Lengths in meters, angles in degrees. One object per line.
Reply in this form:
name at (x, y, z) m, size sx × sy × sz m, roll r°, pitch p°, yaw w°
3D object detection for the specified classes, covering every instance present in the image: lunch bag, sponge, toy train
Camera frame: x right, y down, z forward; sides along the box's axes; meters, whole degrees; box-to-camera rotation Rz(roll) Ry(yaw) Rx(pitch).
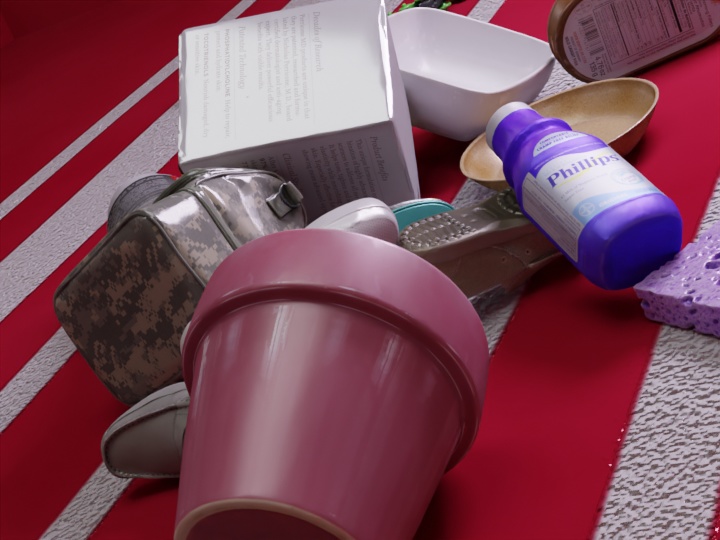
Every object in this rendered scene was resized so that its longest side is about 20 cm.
lunch bag at (-0.148, 0.006, 1.229) m, size 0.200 × 0.140 × 0.167 m, roll -39°, pitch -4°, yaw 42°
sponge at (0.285, 0.008, 0.931) m, size 0.111 × 0.030 × 0.199 m, roll -34°, pitch 22°, yaw -20°
toy train at (0.102, -0.392, 2.063) m, size 0.199 × 0.042 × 0.056 m, roll -35°, pitch 13°, yaw -23°

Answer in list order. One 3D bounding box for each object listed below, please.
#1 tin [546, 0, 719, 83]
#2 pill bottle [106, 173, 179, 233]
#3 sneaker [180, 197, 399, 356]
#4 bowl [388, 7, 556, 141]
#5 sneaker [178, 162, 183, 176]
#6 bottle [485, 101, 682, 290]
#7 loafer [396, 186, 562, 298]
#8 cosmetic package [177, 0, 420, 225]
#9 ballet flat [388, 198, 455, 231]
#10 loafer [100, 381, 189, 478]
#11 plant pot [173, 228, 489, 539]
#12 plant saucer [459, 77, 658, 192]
tin at (0.291, -0.264, 1.452) m, size 0.198 × 0.113 × 0.042 m, roll -23°, pitch 30°, yaw 8°
pill bottle at (-0.204, -0.037, 1.469) m, size 0.113 × 0.115 × 0.200 m, roll -28°, pitch 22°, yaw -9°
sneaker at (-0.027, 0.029, 1.042) m, size 0.199 × 0.074 × 0.115 m, roll -39°, pitch 34°, yaw -17°
bowl at (0.094, -0.205, 1.496) m, size 0.198 × 0.076 × 0.199 m, roll 20°, pitch 32°, yaw 25°
sneaker at (-0.151, -0.159, 1.553) m, size 0.073 × 0.082 × 0.199 m, roll -22°, pitch -7°, yaw -38°
bottle at (0.161, -0.064, 1.071) m, size 0.083 × 0.066 × 0.200 m, roll -20°, pitch 39°, yaw -14°
loafer at (0.121, -0.022, 1.138) m, size 0.197 × 0.069 × 0.076 m, roll -14°, pitch 29°, yaw -17°
cosmetic package at (-0.055, -0.130, 1.326) m, size 0.197 × 0.168 × 0.168 m, roll -10°, pitch 54°, yaw 6°
ballet flat at (0.000, 0.000, 1.228) m, size 0.199 × 0.073 × 0.072 m, roll -34°, pitch 23°, yaw -23°
loafer at (-0.111, 0.119, 1.063) m, size 0.198 × 0.071 × 0.070 m, roll -19°, pitch 13°, yaw 14°
plant pot at (-0.029, 0.107, 0.858) m, size 0.198 × 0.201 × 0.180 m, roll -13°, pitch 39°, yaw 29°
plant saucer at (0.191, -0.120, 1.328) m, size 0.198 × 0.036 × 0.201 m, roll -22°, pitch 21°, yaw 9°
